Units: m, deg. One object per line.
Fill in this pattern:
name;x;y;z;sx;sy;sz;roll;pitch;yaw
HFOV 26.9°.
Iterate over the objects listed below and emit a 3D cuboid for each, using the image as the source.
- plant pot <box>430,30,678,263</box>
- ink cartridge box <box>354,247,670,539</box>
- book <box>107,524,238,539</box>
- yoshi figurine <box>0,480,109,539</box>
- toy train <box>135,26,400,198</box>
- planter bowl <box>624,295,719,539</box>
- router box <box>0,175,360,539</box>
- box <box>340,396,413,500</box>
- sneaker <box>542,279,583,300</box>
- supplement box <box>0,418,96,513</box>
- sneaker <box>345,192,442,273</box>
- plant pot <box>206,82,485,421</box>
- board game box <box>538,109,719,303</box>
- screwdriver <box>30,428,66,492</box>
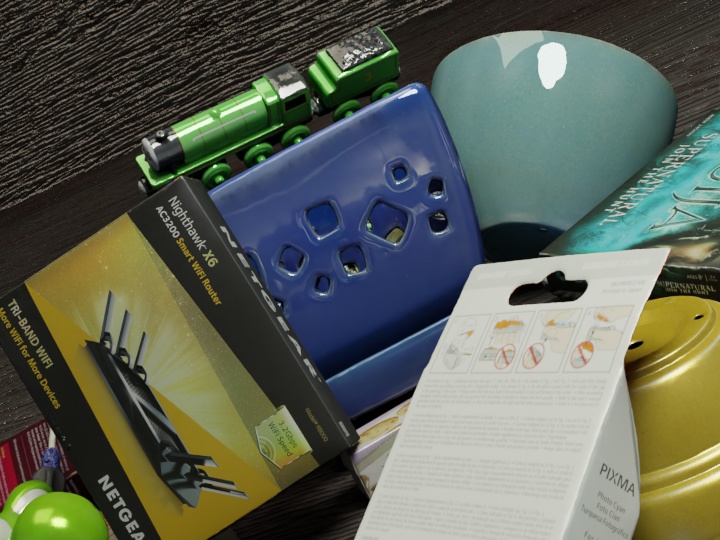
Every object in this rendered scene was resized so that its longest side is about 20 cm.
plant pot;0.144;-0.076;1.193;0.199;0.200;0.136;-12;57;43
ink cartridge box;0.083;0.088;0.780;0.160;0.047;0.201;-6;54;55
book;-0.189;0.205;1.037;0.199;0.048;0.134;-31;11;-11
yoshi figurine;-0.216;0.202;0.901;0.111;0.113;0.200;15;45;10
toy train;-0.060;-0.104;1.004;0.199;0.057;0.042;-27;58;-15
planter bowl;0.160;0.071;0.810;0.199;0.084;0.201;-25;15;7
router box;-0.119;0.067;0.951;0.157;0.201;0.052;-34;-5;5
box;0.080;0.084;0.988;0.199;0.039;0.041;-29;15;-9
sneaker;0.219;-0.039;1.096;0.199;0.077;0.076;-24;16;16
supplement box;-0.263;0.179;1.172;0.199;0.061;0.109;-29;27;-7
sneaker;0.008;-0.024;1.355;0.200;0.089;0.077;-37;30;-32
plant pot;0.000;0.000;1.066;0.199;0.181;0.200;-27;-2;4
board game box;0.222;-0.045;0.927;0.135;0.028;0.200;5;35;47
screwdriver;-0.234;0.124;1.135;0.028;0.029;0.201;-17;42;6
